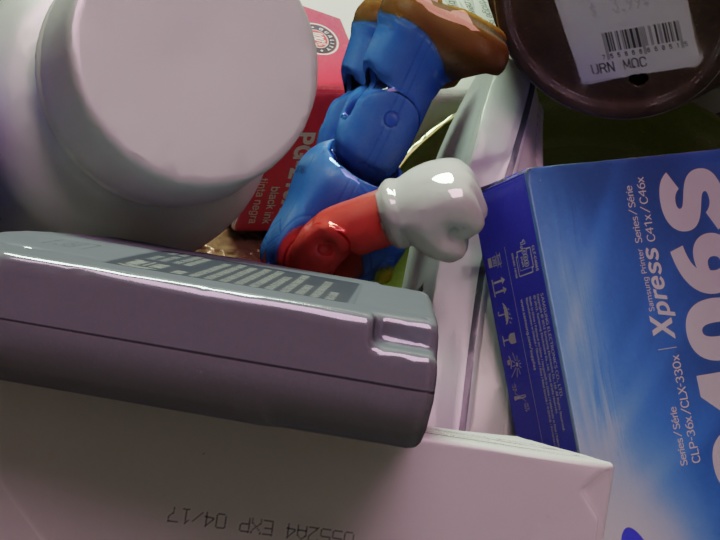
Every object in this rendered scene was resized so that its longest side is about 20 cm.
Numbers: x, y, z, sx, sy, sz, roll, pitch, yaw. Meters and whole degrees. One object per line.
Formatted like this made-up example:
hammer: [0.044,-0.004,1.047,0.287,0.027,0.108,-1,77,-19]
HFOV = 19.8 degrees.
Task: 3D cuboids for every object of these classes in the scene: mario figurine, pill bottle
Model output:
mario figurine: [0.000,0.000,0.788,0.105,0.201,0.123,25,-4,21]
pill bottle: [-0.095,-0.053,0.757,0.113,0.200,0.116,5,77,-25]

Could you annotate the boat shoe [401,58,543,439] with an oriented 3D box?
boat shoe: [0.055,0.012,0.803,0.065,0.072,0.202,17,61,-12]

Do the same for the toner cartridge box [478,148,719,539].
toner cartridge box: [0.107,0.060,0.757,0.094,0.043,0.202,-7,83,-27]

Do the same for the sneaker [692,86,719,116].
sneaker: [0.174,-0.082,1.031,0.073,0.089,0.200,-5,14,12]

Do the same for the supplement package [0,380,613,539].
supplement package: [-0.044,0.115,0.611,0.198,0.158,0.111,9,-2,-10]

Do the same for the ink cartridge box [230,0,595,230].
ink cartridge box: [0.027,-0.093,0.963,0.198,0.085,0.145,0,41,-20]

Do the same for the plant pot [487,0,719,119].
plant pot: [0.120,-0.147,0.838,0.185,0.188,0.200,21,35,4]

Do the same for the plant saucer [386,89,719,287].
plant saucer: [0.096,0.013,0.857,0.198,0.031,0.202,0,64,-1]

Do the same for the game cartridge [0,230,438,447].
game cartridge: [-0.044,0.015,0.601,0.132,0.042,0.200,6,2,2]
